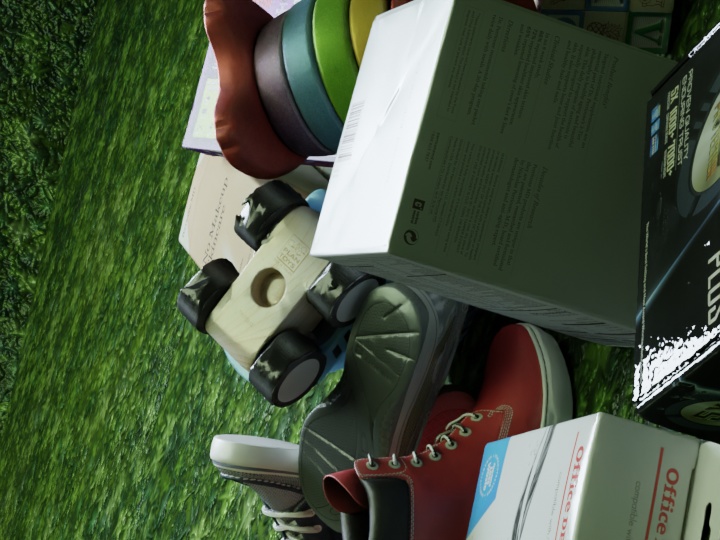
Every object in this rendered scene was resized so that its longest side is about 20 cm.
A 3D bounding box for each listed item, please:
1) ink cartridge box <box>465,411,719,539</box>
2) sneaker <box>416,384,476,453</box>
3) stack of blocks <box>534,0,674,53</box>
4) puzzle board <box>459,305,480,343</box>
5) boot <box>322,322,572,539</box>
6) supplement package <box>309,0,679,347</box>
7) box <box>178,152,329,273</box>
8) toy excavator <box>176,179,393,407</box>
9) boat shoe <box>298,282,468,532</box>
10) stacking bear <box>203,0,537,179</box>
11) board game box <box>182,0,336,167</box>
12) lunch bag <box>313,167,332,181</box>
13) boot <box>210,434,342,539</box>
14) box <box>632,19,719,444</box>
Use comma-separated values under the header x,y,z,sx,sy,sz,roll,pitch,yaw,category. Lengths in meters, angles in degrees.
x,y,z,sx,sy,sz,roll,pitch,yaw,category
0.125,0.146,1.258,0.200,0.068,0.117,152,133,-67,ink cartridge box
0.047,0.177,1.519,0.087,0.073,0.201,31,105,54,sneaker
0.169,-0.237,1.408,0.059,0.114,0.201,-103,16,-61,stack of blocks
0.060,0.026,1.552,0.151,0.017,0.200,-38,-18,-50,puzzle board
0.051,0.107,1.406,0.072,0.144,0.201,129,154,-53,boot
0.100,-0.052,1.300,0.151,0.199,0.153,178,109,-72,supplement package
-0.066,-0.028,1.652,0.200,0.077,0.095,-138,62,-67,box
0.000,0.000,1.521,0.100,0.200,0.195,41,99,25,toy excavator
0.016,0.087,1.474,0.074,0.065,0.203,41,129,30,boat shoe
0.017,-0.136,1.428,0.199,0.114,0.122,-16,69,25,stacking bear
-0.047,-0.134,1.586,0.200,0.032,0.121,10,87,53,board game box
0.032,-0.068,1.696,0.200,0.117,0.165,-11,66,65,lunch bag
-0.035,0.169,1.585,0.072,0.200,0.091,9,85,41,boot
0.212,-0.035,1.122,0.164,0.086,0.201,132,150,-55,box
